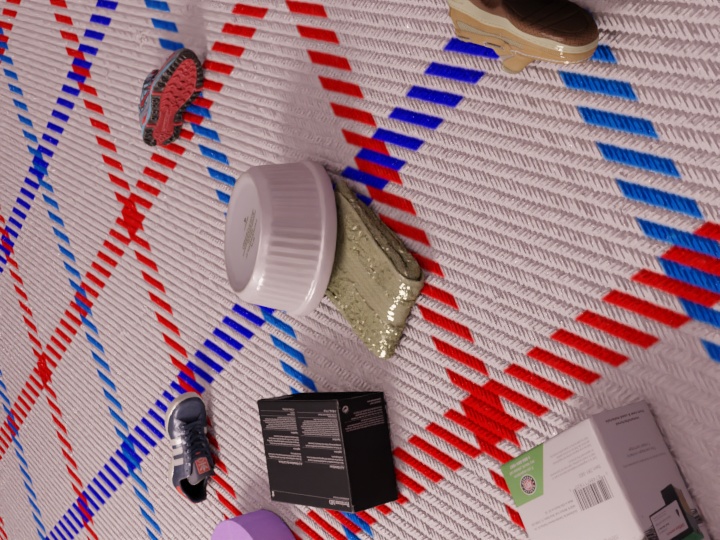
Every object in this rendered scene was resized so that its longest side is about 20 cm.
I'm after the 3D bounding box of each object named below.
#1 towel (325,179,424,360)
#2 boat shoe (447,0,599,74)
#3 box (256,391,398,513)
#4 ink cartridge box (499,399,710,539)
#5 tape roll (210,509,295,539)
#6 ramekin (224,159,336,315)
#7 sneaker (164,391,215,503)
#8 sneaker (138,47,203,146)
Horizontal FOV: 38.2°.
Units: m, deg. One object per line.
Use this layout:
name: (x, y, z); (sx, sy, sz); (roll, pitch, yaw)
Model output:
towel: (0.000, 0.000, 1.282); (0.200, 0.036, 0.149); (51, 135, 36)
boat shoe: (0.156, -0.226, 1.005); (0.200, 0.071, 0.076); (44, 145, 50)
box: (-0.047, 0.233, 1.358); (0.200, 0.079, 0.142); (-9, 86, 54)
ink cartridge box: (0.235, 0.243, 0.962); (0.146, 0.084, 0.200); (-43, 62, 49)
tape roll: (-0.154, 0.467, 1.567); (0.200, 0.066, 0.201); (14, 108, 52)
ramekin: (-0.109, -0.045, 1.335); (0.202, 0.094, 0.203); (-176, 90, -67)
sneaker: (-0.269, 0.292, 1.687); (0.084, 0.075, 0.200); (41, 138, 45)
sneaker: (-0.310, -0.286, 1.621); (0.200, 0.079, 0.096); (-51, 55, 46)
